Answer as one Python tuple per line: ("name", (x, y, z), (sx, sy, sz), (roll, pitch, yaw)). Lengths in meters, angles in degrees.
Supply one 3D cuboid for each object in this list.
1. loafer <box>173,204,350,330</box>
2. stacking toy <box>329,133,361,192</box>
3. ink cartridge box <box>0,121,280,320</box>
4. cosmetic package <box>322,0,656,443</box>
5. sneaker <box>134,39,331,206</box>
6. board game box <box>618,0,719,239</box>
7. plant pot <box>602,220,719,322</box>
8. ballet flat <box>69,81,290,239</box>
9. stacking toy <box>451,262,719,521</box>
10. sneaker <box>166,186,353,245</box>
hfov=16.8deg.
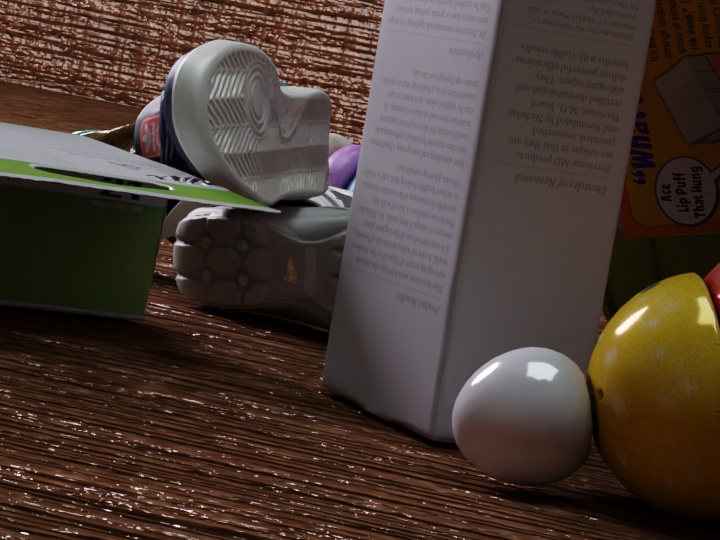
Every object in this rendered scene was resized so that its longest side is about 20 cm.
("loafer", (0.000, 0.000, 1.184), (0.199, 0.070, 0.070), (14, 14, 34))
("stacking toy", (0.047, -0.016, 1.450), (0.199, 0.086, 0.085), (20, 9, 28))
("ink cartridge box", (-0.150, -0.019, 1.059), (0.147, 0.076, 0.200), (8, 8, -33))
("cosmetic package", (0.051, -0.038, 0.968), (0.071, 0.201, 0.101), (7, 6, -27))
("sneaker", (-0.075, -0.064, 1.153), (0.084, 0.075, 0.200), (2, -5, 13))
("board game box", (0.207, -0.158, 1.087), (0.199, 0.201, 0.200), (-3, 39, 18))
("plant pot", (0.247, -0.037, 1.222), (0.192, 0.202, 0.200), (4, -1, 44))
("ballet flat", (-0.118, -0.042, 1.308), (0.199, 0.073, 0.068), (-15, -45, 15))
("stacking toy", (0.131, 0.042, 0.858), (0.199, 0.147, 0.146), (-6, 7, -4))
("sneaker", (-0.057, -0.030, 1.350), (0.199, 0.076, 0.087), (14, 6, 39))
